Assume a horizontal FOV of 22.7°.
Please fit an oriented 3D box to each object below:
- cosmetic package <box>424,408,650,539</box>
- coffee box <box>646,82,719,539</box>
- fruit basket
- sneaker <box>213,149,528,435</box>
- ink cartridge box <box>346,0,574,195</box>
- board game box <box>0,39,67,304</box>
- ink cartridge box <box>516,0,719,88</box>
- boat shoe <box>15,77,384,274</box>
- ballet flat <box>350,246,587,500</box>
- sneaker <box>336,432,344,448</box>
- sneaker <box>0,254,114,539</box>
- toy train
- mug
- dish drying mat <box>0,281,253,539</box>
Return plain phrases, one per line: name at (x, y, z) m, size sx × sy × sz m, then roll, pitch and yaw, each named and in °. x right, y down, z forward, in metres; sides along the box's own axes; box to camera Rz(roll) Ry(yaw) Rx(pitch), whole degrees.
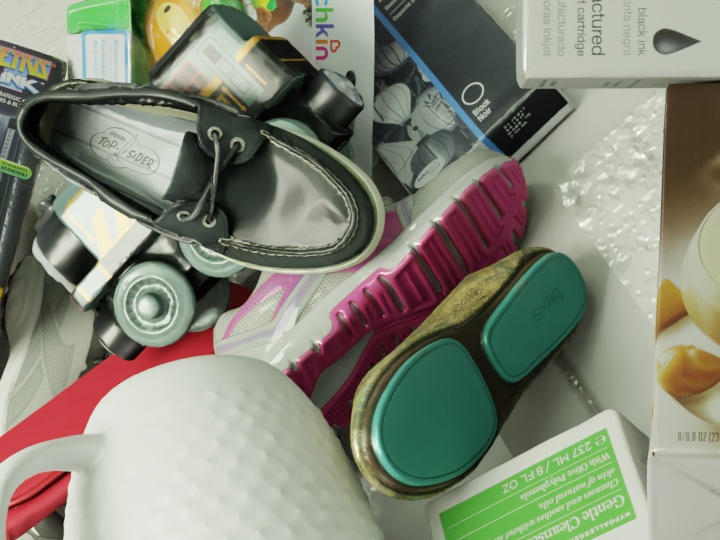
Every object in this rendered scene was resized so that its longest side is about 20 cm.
cosmetic package at (0.110, 0.177, 0.765) m, size 0.107 × 0.085 × 0.201 m, roll -30°, pitch 49°, yaw 18°
coffee box at (0.180, 0.016, 0.756) m, size 0.114 × 0.080 × 0.201 m, roll 0°, pitch 50°, yaw 11°
fruit basket at (-0.081, -0.101, 1.028) m, size 0.199 × 0.094 × 0.186 m, roll 7°, pitch 100°, yaw 37°
sneaker at (0.000, 0.000, 0.925) m, size 0.200 × 0.082 × 0.088 m, roll -39°, pitch 48°, yaw -15°
ink cartridge box at (0.030, -0.122, 1.026) m, size 0.099 × 0.039 × 0.200 m, roll -45°, pitch 47°, yaw 9°
board game box at (-0.234, -0.018, 1.072) m, size 0.200 × 0.056 × 0.166 m, roll 127°, pitch 155°, yaw -60°
ink cartridge box at (0.172, -0.157, 0.817) m, size 0.199 × 0.084 × 0.145 m, roll 0°, pitch 93°, yaw 2°
boat shoe at (-0.085, -0.050, 0.883) m, size 0.199 × 0.066 × 0.075 m, roll 27°, pitch 100°, yaw 21°
ballet flat at (0.041, 0.052, 0.849) m, size 0.070 × 0.071 × 0.200 m, roll -2°, pitch 25°, yaw 36°
sneaker at (-0.101, 0.127, 0.972) m, size 0.199 × 0.075 × 0.088 m, roll -32°, pitch 39°, yaw 5°
sneaker at (-0.167, 0.069, 1.045) m, size 0.079 × 0.074 × 0.201 m, roll -17°, pitch 56°, yaw 23°
toy train at (-0.089, -0.047, 0.962) m, size 0.114 × 0.085 × 0.200 m, roll 46°, pitch 106°, yaw 7°
mug at (-0.079, 0.131, 0.779) m, size 0.148 × 0.199 × 0.176 m, roll -38°, pitch 56°, yaw 39°
dish drying mat at (-0.133, 0.071, 0.989) m, size 0.200 × 0.018 × 0.077 m, roll -38°, pitch 35°, yaw -24°
